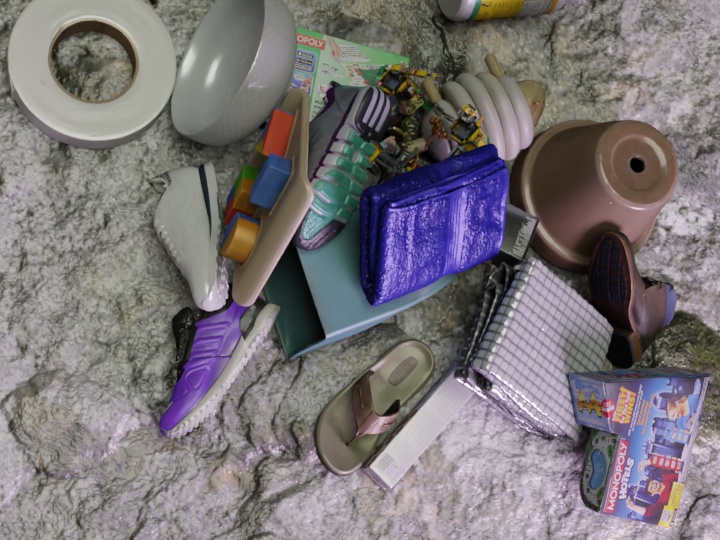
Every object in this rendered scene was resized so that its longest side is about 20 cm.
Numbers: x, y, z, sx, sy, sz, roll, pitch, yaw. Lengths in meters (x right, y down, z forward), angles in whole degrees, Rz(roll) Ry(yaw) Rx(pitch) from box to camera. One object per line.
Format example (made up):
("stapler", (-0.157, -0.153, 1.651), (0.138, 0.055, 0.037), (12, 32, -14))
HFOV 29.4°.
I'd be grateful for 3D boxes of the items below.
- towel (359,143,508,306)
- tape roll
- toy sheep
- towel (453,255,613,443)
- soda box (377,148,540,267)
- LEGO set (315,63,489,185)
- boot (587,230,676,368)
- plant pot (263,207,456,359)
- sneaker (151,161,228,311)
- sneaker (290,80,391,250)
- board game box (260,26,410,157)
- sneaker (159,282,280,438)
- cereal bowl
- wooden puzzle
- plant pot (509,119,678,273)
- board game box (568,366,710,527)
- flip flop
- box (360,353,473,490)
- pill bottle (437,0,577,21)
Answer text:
("towel", (0.087, -0.050, 1.554), (0.199, 0.049, 0.148), (-21, 122, -34))
("tape roll", (-0.321, -0.245, 1.640), (0.202, 0.037, 0.204), (3, 78, -15))
("toy sheep", (0.142, -0.187, 1.721), (0.199, 0.138, 0.138), (-24, 86, -5))
("towel", (0.208, 0.098, 1.673), (0.200, 0.085, 0.166), (36, 70, -34))
("soda box", (0.117, -0.073, 1.715), (0.199, 0.071, 0.064), (27, 71, -10))
("LEGO set", (0.045, -0.175, 1.618), (0.154, 0.116, 0.200), (-42, 54, 1))
("boot", (0.345, 0.019, 1.732), (0.097, 0.075, 0.201), (-33, 131, -29))
("plant pot", (0.000, 0.000, 1.634), (0.199, 0.141, 0.142), (-17, 84, -25))
("sneaker", (-0.198, -0.035, 1.597), (0.080, 0.077, 0.201), (-7, 53, -4))
("sneaker", (-0.040, -0.119, 1.551), (0.074, 0.087, 0.201), (36, 78, -47))
("board game box", (-0.043, -0.227, 1.723), (0.199, 0.029, 0.135), (13, 75, -14))
("sneaker", (-0.188, 0.098, 1.596), (0.099, 0.070, 0.200), (35, 71, 4))
("cereal bowl", (-0.137, -0.234, 1.617), (0.083, 0.200, 0.201), (23, 72, -33))
("wooden puzzle", (-0.111, -0.089, 1.549), (0.046, 0.186, 0.201), (19, 36, -20))
("plant pot", (0.310, -0.112, 1.727), (0.199, 0.175, 0.201), (4, 76, -16))
("board game box", (0.327, 0.200, 1.684), (0.199, 0.062, 0.201), (18, 85, -38))
("flip flop", (0.020, 0.159, 1.643), (0.081, 0.058, 0.200), (47, 70, -3))
("box", (0.081, 0.181, 1.667), (0.041, 0.039, 0.200), (44, 70, -5))
("pill bottle", (0.206, -0.387, 1.787), (0.199, 0.113, 0.113), (-7, 80, -18))
